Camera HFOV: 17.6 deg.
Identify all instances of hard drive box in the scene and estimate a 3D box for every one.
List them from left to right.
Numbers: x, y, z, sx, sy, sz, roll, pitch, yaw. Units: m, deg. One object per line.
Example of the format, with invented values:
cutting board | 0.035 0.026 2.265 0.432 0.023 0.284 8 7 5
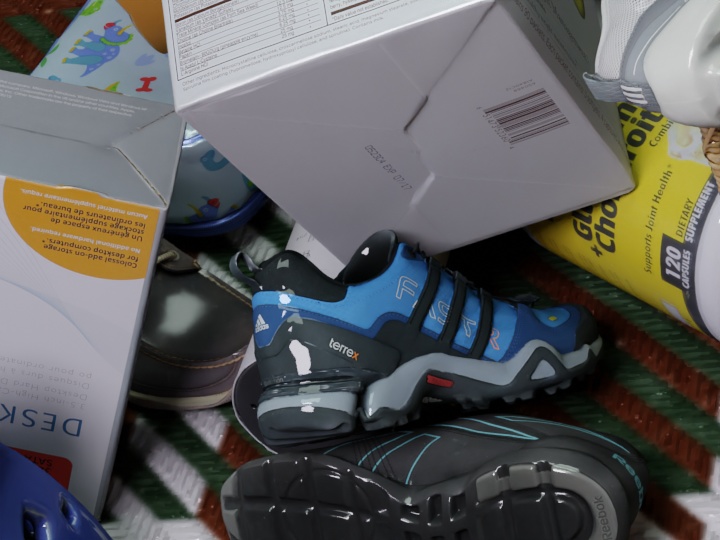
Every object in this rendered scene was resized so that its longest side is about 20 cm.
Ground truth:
hard drive box | -0.175 0.008 1.081 0.155 0.201 0.077 11 40 -5

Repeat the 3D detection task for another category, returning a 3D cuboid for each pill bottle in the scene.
pill bottle | 0.139 -0.046 1.109 0.112 0.112 0.200 -37 40 -20

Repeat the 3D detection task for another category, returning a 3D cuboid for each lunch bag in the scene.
lunch bag | -0.096 -0.104 1.316 0.160 0.083 0.200 2 42 28

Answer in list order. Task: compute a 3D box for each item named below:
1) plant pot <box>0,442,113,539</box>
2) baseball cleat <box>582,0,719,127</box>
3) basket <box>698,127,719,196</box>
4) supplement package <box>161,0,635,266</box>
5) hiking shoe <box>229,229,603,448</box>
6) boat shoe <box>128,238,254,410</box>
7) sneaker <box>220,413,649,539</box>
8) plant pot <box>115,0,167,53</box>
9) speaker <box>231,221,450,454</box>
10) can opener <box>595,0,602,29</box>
plant pot | -0.228 0.155 0.983 0.199 0.180 0.201 -7 39 16
baseball cleat | 0.166 -0.128 0.910 0.200 0.070 0.106 -35 29 -27
basket | 0.243 -0.008 0.937 0.148 0.201 0.143 -24 31 -7
supplement package | 0.012 -0.138 1.026 0.146 0.191 0.201 -17 63 17
hiking shoe | 0.035 0.022 1.035 0.199 0.087 0.074 -7 -5 -45
boat shoe | -0.123 0.014 1.192 0.199 0.074 0.075 15 50 38
sneaker | 0.034 0.104 1.028 0.199 0.076 0.079 -2 17 26
plant pot | -0.061 -0.215 1.242 0.183 0.200 0.201 -31 37 5
speaker | 0.000 0.000 1.142 0.081 0.081 0.201 -4 41 21
can opener | 0.163 -0.140 1.182 0.199 0.067 0.054 7 65 -3
